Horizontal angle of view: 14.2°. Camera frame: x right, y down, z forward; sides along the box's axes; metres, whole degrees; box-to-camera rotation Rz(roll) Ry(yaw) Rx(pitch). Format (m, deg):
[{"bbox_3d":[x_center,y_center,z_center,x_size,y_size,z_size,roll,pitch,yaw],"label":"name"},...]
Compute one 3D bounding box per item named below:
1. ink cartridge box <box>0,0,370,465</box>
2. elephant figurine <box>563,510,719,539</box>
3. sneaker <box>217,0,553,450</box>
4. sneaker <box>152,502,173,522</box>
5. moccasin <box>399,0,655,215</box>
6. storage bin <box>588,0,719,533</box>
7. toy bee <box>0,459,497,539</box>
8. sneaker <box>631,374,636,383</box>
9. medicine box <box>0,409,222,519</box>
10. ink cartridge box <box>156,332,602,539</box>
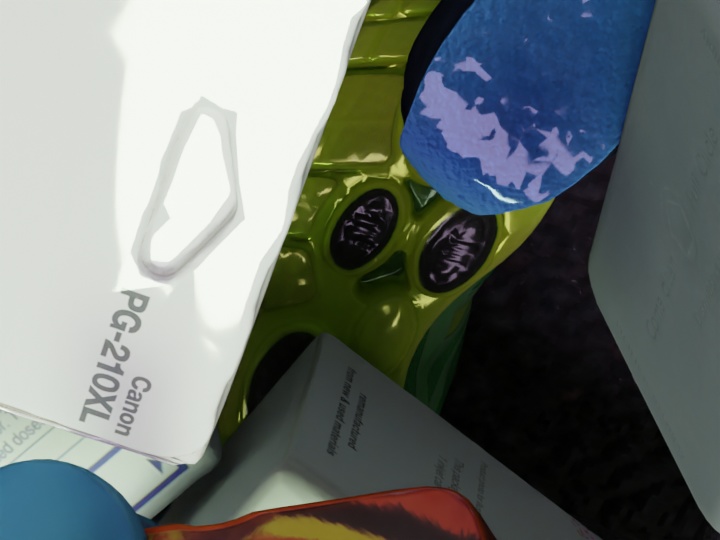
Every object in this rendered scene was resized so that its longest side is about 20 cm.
[{"bbox_3d":[-0.039,-0.079,0.634,0.084,0.200,0.145,18,128,-5],"label":"ink cartridge box"},{"bbox_3d":[0.040,0.119,0.828,0.155,0.142,0.200,-17,126,-16],"label":"elephant figurine"},{"bbox_3d":[0.000,0.000,0.771,0.074,0.084,0.200,21,109,-7],"label":"sneaker"},{"bbox_3d":[-0.098,0.050,0.835,0.200,0.070,0.090,34,113,-18],"label":"sneaker"},{"bbox_3d":[0.083,-0.098,0.679,0.200,0.068,0.081,-36,102,5],"label":"moccasin"},{"bbox_3d":[0.136,-0.014,0.633,0.134,0.146,0.200,-19,155,-12],"label":"storage bin"},{"bbox_3d":[-0.068,0.100,0.623,0.200,0.109,0.131,-6,162,32],"label":"toy bee"},{"bbox_3d":[0.159,0.056,0.799,0.200,0.075,0.087,46,133,-16],"label":"sneaker"},{"bbox_3d":[-0.168,0.019,0.718,0.182,0.103,0.200,-40,113,10],"label":"medicine box"},{"bbox_3d":[0.021,0.138,0.731,0.200,0.085,0.145,38,110,-8],"label":"ink cartridge box"}]
